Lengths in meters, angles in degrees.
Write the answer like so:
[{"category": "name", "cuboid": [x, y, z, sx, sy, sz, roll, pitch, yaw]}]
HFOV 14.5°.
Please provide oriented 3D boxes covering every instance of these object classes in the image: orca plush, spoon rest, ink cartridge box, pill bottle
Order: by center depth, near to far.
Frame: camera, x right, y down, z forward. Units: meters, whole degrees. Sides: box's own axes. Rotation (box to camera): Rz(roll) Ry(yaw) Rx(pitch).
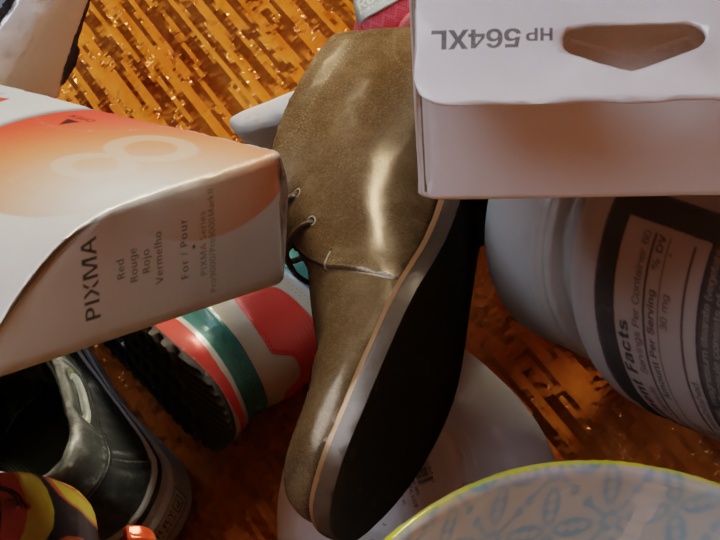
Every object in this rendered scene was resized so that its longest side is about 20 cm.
[{"category": "ink cartridge box", "cuboid": [0.081, -0.104, 0.826, 0.128, 0.126, 0.200, -2, 21, 6]}, {"category": "pill bottle", "cuboid": [0.138, 0.003, 0.869, 0.200, 0.113, 0.113, 24, 72, 47]}, {"category": "ink cartridge box", "cuboid": [-0.147, -0.011, 0.872, 0.162, 0.050, 0.200, 15, 22, 42]}, {"category": "spoon rest", "cuboid": [0.006, 0.036, 0.972, 0.099, 0.061, 0.201, -19, 68, 8]}, {"category": "orca plush", "cuboid": [-0.169, -0.092, 1.175, 0.071, 0.105, 0.201, 35, 122, 25]}]

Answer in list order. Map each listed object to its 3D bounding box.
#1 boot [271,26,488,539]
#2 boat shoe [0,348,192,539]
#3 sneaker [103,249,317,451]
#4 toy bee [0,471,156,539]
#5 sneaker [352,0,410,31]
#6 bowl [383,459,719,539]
[{"category": "boot", "cuboid": [0.000, 0.000, 0.918, 0.075, 0.074, 0.200, 11, 53, 12]}, {"category": "boat shoe", "cuboid": [-0.135, 0.045, 1.086, 0.072, 0.071, 0.200, -51, 39, -9]}, {"category": "sneaker", "cuboid": [-0.063, -0.009, 1.092, 0.093, 0.070, 0.200, -31, 37, -13]}, {"category": "toy bee", "cuboid": [-0.127, 0.114, 0.955, 0.200, 0.108, 0.131, -43, 40, 53]}, {"category": "sneaker", "cuboid": [0.046, -0.093, 0.989, 0.200, 0.087, 0.074, -56, 39, 38]}, {"category": "bowl", "cuboid": [0.062, 0.164, 0.777, 0.108, 0.199, 0.201, 119, 168, -56]}]
